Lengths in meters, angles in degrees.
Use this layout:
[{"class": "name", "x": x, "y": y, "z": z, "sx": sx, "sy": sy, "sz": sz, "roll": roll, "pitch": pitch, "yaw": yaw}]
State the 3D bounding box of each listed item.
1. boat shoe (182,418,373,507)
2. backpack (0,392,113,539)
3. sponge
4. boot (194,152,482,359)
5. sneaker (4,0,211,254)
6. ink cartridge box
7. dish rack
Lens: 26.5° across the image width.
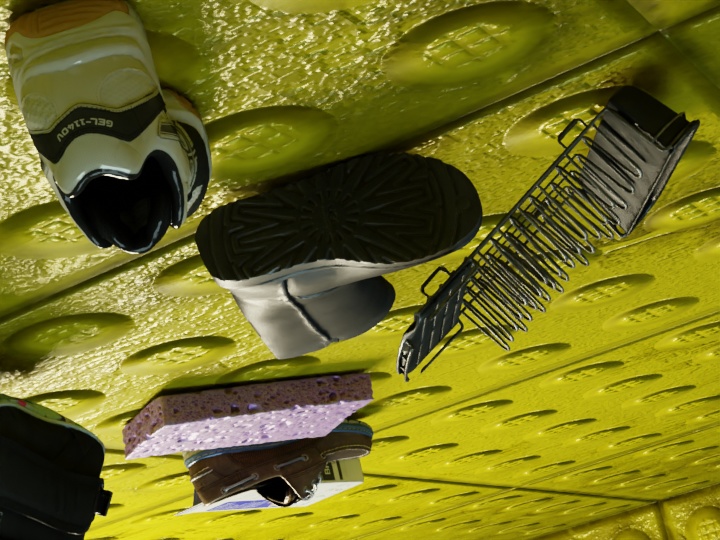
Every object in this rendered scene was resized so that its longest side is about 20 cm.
[{"class": "boat shoe", "x": -0.074, "y": 0.188, "z": 1.459, "sx": 0.199, "sy": 0.073, "sz": 0.072, "roll": -4, "pitch": 161, "yaw": -28}, {"class": "backpack", "x": -0.278, "y": 0.163, "z": 1.049, "sx": 0.149, "sy": 0.179, "sz": 0.200, "roll": 14, "pitch": 168, "yaw": 15}, {"class": "sponge", "x": -0.097, "y": 0.125, "z": 1.320, "sx": 0.199, "sy": 0.030, "sz": 0.112, "roll": -3, "pitch": 160, "yaw": -29}, {"class": "boot", "x": -0.001, "y": 0.000, "z": 0.936, "sx": 0.163, "sy": 0.066, "sz": 0.200, "roll": -7, "pitch": 161, "yaw": 7}, {"class": "sneaker", "x": -0.109, "y": -0.042, "z": 0.689, "sx": 0.075, "sy": 0.088, "sz": 0.200, "roll": -16, "pitch": 164, "yaw": 3}, {"class": "ink cartridge box", "x": -0.097, "y": 0.224, "z": 1.615, "sx": 0.099, "sy": 0.039, "sz": 0.199, "roll": -26, "pitch": 160, "yaw": 36}, {"class": "dish rack", "x": 0.099, "y": -0.009, "z": 0.869, "sx": 0.200, "sy": 0.055, "sz": 0.154, "roll": -46, "pitch": 167, "yaw": -11}]
